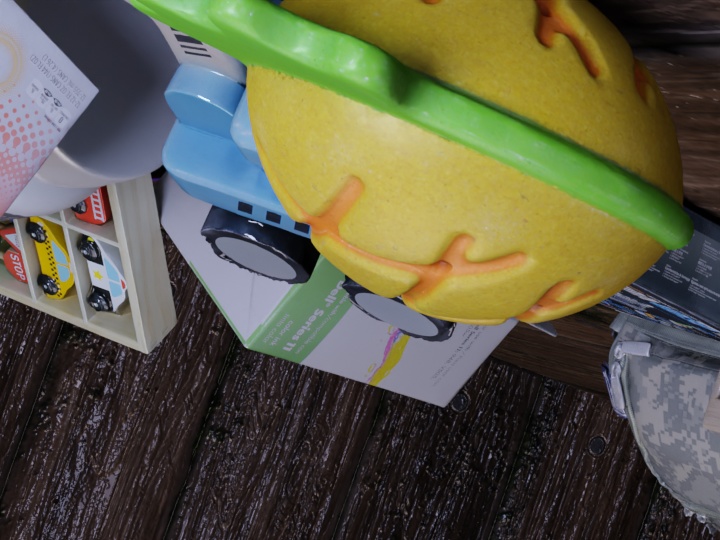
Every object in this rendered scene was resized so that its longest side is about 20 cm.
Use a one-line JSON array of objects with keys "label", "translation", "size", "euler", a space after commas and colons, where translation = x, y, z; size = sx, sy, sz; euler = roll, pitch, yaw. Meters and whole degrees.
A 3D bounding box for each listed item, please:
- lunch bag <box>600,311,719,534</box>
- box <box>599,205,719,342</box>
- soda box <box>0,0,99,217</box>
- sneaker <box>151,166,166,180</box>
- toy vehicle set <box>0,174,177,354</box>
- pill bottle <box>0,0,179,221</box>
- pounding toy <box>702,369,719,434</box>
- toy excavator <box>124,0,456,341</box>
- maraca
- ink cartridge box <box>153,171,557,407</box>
[{"label": "lunch bag", "translation": [0.248, 0.082, 1.220], "size": [0.199, 0.140, 0.168], "euler": [15, 158, 49]}, {"label": "box", "translation": [0.110, -0.017, 1.095], "size": [0.199, 0.046, 0.158], "euler": [24, 176, -42]}, {"label": "soda box", "translation": [-0.182, -0.102, 0.748], "size": [0.063, 0.069, 0.200], "euler": [16, 154, 50]}, {"label": "sneaker", "translation": [-0.136, -0.082, 1.178], "size": [0.099, 0.070, 0.199], "euler": [5, 178, -40]}, {"label": "toy vehicle set", "translation": [-0.159, -0.061, 1.079], "size": [0.124, 0.027, 0.201], "euler": [19, 136, 28]}, {"label": "pill bottle", "translation": [-0.169, -0.077, 0.960], "size": [0.199, 0.115, 0.113], "euler": [-5, 160, 44]}, {"label": "pounding toy", "translation": [0.261, 0.075, 0.855], "size": [0.199, 0.143, 0.184], "euler": [21, 177, -13]}, {"label": "toy excavator", "translation": [-0.041, -0.077, 0.815], "size": [0.193, 0.100, 0.200], "euler": [20, 163, 20]}, {"label": "maraca", "translation": [0.017, -0.046, 0.653], "size": [0.199, 0.108, 0.137], "euler": [24, 177, -42]}, {"label": "ink cartridge box", "translation": [0.000, 0.000, 1.125], "size": [0.199, 0.067, 0.117], "euler": [20, -154, -48]}]
